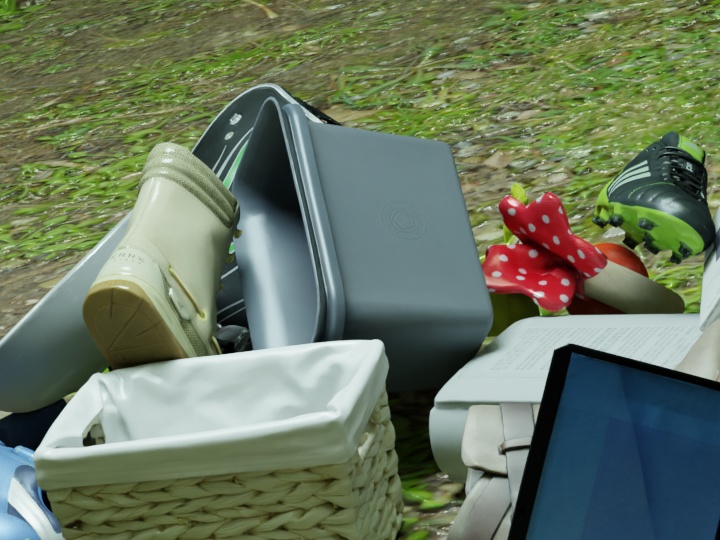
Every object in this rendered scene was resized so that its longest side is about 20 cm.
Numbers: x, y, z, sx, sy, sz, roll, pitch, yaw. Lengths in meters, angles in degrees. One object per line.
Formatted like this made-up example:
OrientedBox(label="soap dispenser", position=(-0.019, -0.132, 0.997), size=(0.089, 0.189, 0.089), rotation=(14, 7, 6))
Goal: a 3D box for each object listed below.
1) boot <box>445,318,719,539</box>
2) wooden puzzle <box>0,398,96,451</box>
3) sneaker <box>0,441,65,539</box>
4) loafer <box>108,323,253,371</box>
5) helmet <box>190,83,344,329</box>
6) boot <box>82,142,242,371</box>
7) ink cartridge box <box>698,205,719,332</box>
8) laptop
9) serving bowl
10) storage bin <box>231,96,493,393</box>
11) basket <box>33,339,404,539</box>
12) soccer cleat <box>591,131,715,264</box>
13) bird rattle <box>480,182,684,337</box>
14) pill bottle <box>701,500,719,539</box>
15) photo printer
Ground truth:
OrientedBox(label="boot", position=(0.134, 0.100, 1.537), size=(0.146, 0.070, 0.201), rotation=(10, 54, 15))
OrientedBox(label="wooden puzzle", position=(-0.283, 0.131, 1.869), size=(0.185, 0.046, 0.200), rotation=(-26, 22, -38))
OrientedBox(label="sneaker", position=(-0.241, 0.147, 1.717), size=(0.082, 0.074, 0.200), rotation=(-15, 38, -19))
OrientedBox(label="loafer", position=(-0.123, 0.069, 1.856), size=(0.072, 0.063, 0.200), rotation=(-48, 19, -28))
OrientedBox(label="helmet", position=(-0.056, -0.019, 1.946), size=(0.191, 0.200, 0.200), rotation=(-55, 19, 5))
OrientedBox(label="boot", position=(-0.112, 0.032, 1.749), size=(0.072, 0.200, 0.156), rotation=(-8, 42, 22))
OrientedBox(label="ink cartridge box", position=(0.298, 0.009, 1.682), size=(0.144, 0.085, 0.200), rotation=(31, 21, -3))
OrientedBox(label="laptop", position=(0.176, 0.141, 1.272), size=(0.103, 0.178, 0.200), rotation=(17, -4, -40))
OrientedBox(label="serving bowl", position=(-0.189, 0.031, 1.848), size=(0.200, 0.066, 0.200), rotation=(-45, 5, 5))
OrientedBox(label="storage bin", position=(0.000, 0.000, 1.755), size=(0.134, 0.146, 0.201), rotation=(3, 50, -19))
OrientedBox(label="basket", position=(-0.078, 0.129, 1.609), size=(0.199, 0.124, 0.136), rotation=(-8, 18, 15))
OrientedBox(label="soccer cleat", position=(0.204, -0.054, 1.771), size=(0.081, 0.067, 0.200), rotation=(-56, 8, 1))
OrientedBox(label="bird rattle", position=(0.153, -0.004, 1.843), size=(0.162, 0.113, 0.200), rotation=(20, -10, -11))
OrientedBox(label="pill bottle", position=(0.226, 0.142, 1.373), size=(0.199, 0.110, 0.110), rotation=(3, 22, 22))
OrientedBox(label="photo printer", position=(0.166, 0.081, 1.681), size=(0.199, 0.070, 0.166), rotation=(-2, 19, 28))
